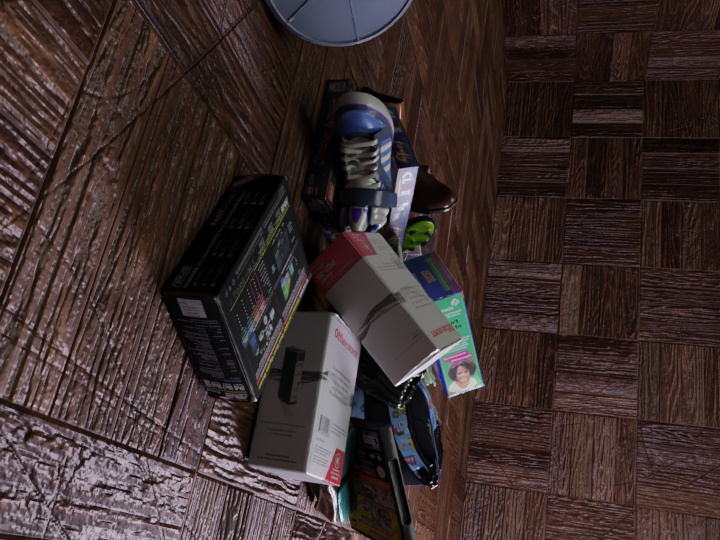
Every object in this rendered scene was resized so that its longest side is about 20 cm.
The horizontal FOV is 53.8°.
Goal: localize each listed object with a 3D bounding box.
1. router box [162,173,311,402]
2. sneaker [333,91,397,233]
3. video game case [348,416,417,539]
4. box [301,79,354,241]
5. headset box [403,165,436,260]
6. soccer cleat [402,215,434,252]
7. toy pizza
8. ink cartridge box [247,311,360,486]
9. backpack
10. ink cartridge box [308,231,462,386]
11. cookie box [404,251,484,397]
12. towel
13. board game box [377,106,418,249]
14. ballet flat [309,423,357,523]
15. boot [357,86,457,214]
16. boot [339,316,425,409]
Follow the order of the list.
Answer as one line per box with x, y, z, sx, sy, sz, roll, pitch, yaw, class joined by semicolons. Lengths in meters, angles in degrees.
-0.121;0.014;0.759;0.201;0.061;0.151;-69;155;-46;router box
0.005;-0.132;0.988;0.200;0.080;0.148;72;21;-64;sneaker
0.014;0.312;1.052;0.200;0.025;0.183;-15;-92;65;video game case
-0.032;-0.163;1.069;0.137;0.037;0.202;59;38;-63;box
0.103;-0.111;1.471;0.201;0.074;0.150;78;23;-43;headset box
0.073;-0.067;1.292;0.200;0.067;0.082;138;-47;-60;soccer cleat
-0.022;-0.360;0.824;0.032;0.198;0.201;-107;-177;-46;toy pizza
-0.067;0.169;0.937;0.144;0.083;0.202;56;41;-63;ink cartridge box
0.045;0.248;1.185;0.135;0.180;0.202;-50;132;-69;backpack
0.036;0.047;0.973;0.201;0.083;0.146;52;17;12;ink cartridge box
0.146;0.093;1.274;0.172;0.074;0.202;-112;-176;-63;cookie box
0.086;0.071;1.166;0.153;0.023;0.202;-93;165;-64;towel
0.047;-0.146;1.162;0.201;0.034;0.137;98;-21;-54;board game box
-0.047;0.297;1.051;0.068;0.067;0.202;-39;142;-49;ballet flat
0.083;-0.207;1.212;0.068;0.188;0.201;-35;139;-24;boot
0.034;0.121;1.103;0.211;0.156;0.080;-51;155;-50;boot
